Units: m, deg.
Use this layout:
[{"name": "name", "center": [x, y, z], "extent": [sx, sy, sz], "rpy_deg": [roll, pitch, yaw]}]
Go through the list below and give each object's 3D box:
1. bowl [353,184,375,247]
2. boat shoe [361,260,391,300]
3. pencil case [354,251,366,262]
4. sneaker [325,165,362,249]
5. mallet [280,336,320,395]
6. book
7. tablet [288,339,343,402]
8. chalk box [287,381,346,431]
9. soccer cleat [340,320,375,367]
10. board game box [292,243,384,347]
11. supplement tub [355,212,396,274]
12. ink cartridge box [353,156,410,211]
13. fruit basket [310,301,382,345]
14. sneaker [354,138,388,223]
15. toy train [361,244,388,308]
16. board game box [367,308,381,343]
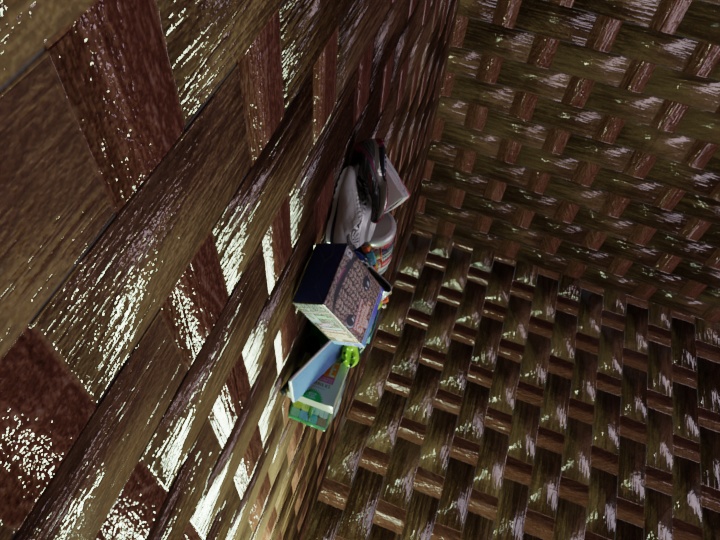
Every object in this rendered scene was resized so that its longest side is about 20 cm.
[{"name": "bowl", "center": [-0.008, -0.133, 1.506], "extent": [0.201, 0.092, 0.207], "rpy_deg": [18, 89, -81]}, {"name": "boat shoe", "center": [0.000, 0.000, 1.445], "extent": [0.067, 0.197, 0.075], "rpy_deg": [-36, -155, 54]}, {"name": "pencil case", "center": [-0.025, -0.015, 1.586], "extent": [0.200, 0.084, 0.081], "rpy_deg": [-151, -131, -87]}, {"name": "sneaker", "center": [-0.027, -0.153, 1.370], "extent": [0.076, 0.078, 0.207], "rpy_deg": [14, 86, -77]}, {"name": "mallet", "center": [-0.156, 0.262, 1.469], "extent": [0.202, 0.040, 0.067], "rpy_deg": [-59, 148, -46]}, {"name": "book", "center": [-0.105, 0.281, 1.543], "extent": [0.049, 0.130, 0.203], "rpy_deg": [99, 10, -47]}, {"name": "tablet", "center": [-0.111, 0.245, 1.448], "extent": [0.199, 0.014, 0.132], "rpy_deg": [-42, 154, -27]}, {"name": "chalk box", "center": [-0.128, 0.369, 1.606], "extent": [0.200, 0.121, 0.128], "rpy_deg": [-12, 121, -80]}, {"name": "soccer cleat", "center": [-0.003, 0.168, 1.487], "extent": [0.081, 0.066, 0.204], "rpy_deg": [-46, 160, -55]}, {"name": "board game box", "center": [-0.047, 0.060, 1.320], "extent": [0.201, 0.095, 0.163], "rpy_deg": [49, 53, -44]}, {"name": "supplement tub", "center": [0.037, -0.086, 1.748], "extent": [0.202, 0.137, 0.143], "rpy_deg": [94, 16, -57]}, {"name": "ink cartridge box", "center": [0.060, -0.238, 1.522], "extent": [0.082, 0.149, 0.200], "rpy_deg": [-32, -177, 14]}, {"name": "fruit basket", "center": [-0.039, 0.099, 1.537], "extent": [0.217, 0.153, 0.218], "rpy_deg": [-52, 161, -26]}, {"name": "sneaker", "center": [0.027, -0.220, 1.383], "extent": [0.081, 0.072, 0.207], "rpy_deg": [-144, -131, -82]}, {"name": "toy train", "center": [0.056, 0.008, 1.630], "extent": [0.201, 0.054, 0.153], "rpy_deg": [73, -4, -60]}, {"name": "board game box", "center": [-0.008, 0.116, 1.808], "extent": [0.047, 0.147, 0.204], "rpy_deg": [96, 14, -58]}]
